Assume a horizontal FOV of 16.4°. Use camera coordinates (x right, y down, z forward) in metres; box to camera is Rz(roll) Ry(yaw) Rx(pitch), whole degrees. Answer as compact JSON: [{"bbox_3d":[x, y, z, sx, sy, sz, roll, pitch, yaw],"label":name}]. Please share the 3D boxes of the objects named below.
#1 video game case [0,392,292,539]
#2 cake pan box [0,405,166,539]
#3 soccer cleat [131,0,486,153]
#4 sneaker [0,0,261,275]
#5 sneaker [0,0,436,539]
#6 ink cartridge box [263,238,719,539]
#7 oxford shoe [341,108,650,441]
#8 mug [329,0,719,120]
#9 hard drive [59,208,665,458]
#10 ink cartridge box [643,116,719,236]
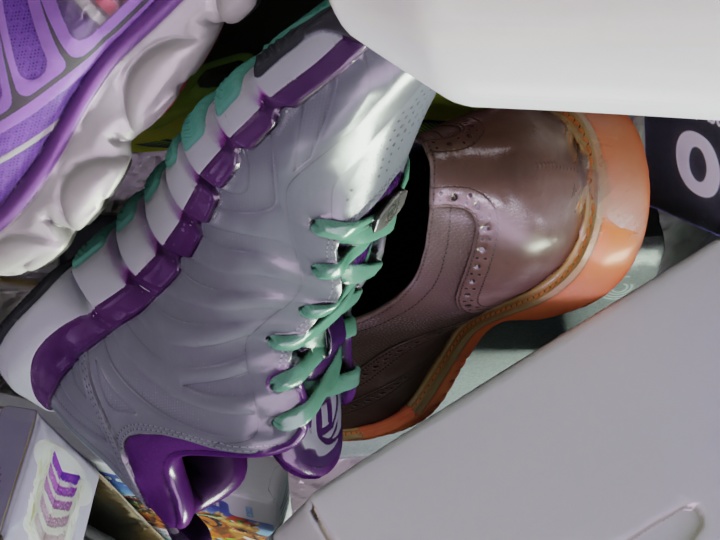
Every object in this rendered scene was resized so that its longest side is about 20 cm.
[{"bbox_3d":[-0.093,0.096,0.918,0.142,0.018,0.200,13,156,6],"label":"video game case"},{"bbox_3d":[-0.160,0.096,0.874,0.199,0.053,0.184,5,157,20],"label":"cake pan box"},{"bbox_3d":[-0.005,-0.057,0.707,0.199,0.065,0.084,-11,145,0],"label":"soccer cleat"},{"bbox_3d":[-0.065,-0.086,0.599,0.083,0.081,0.200,29,112,-21],"label":"sneaker"},{"bbox_3d":[-0.013,-0.001,0.635,0.074,0.088,0.200,-37,176,-44],"label":"sneaker"},{"bbox_3d":[0.051,0.077,0.756,0.146,0.084,0.200,-32,175,-14],"label":"ink cartridge box"},{"bbox_3d":[0.000,0.000,0.728,0.073,0.072,0.200,2,156,-29],"label":"oxford shoe"},{"bbox_3d":[0.067,-0.112,0.479,0.152,0.188,0.149,-5,-177,11],"label":"mug"},{"bbox_3d":[-0.004,0.023,0.873,0.199,0.033,0.140,-4,149,-9],"label":"hard drive"},{"bbox_3d":[0.156,-0.029,0.631,0.043,0.198,0.201,-35,134,-31],"label":"ink cartridge box"}]
